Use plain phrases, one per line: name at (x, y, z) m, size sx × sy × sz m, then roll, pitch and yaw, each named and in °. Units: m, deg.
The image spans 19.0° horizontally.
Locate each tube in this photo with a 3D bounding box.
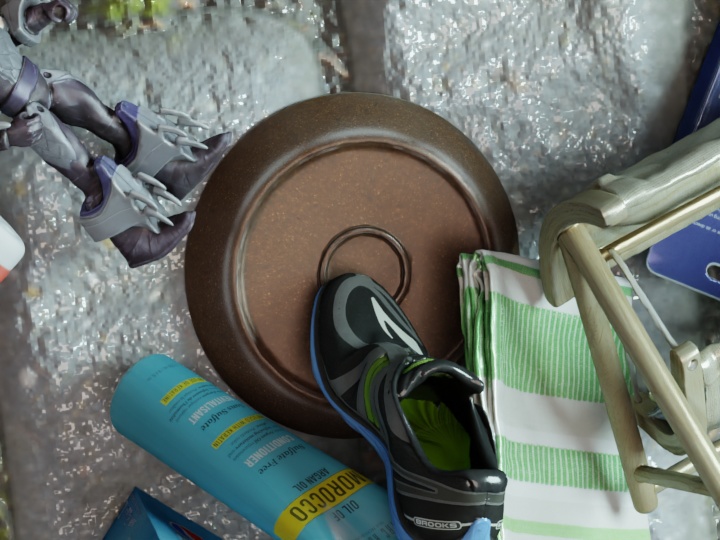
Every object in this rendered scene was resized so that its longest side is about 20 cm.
tube at (-0.050, 0.110, 1.157) m, size 0.077 × 0.199 × 0.051 m, roll -34°, pitch 139°, yaw -37°

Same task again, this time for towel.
towel at (0.115, 0.094, 1.207) m, size 0.152 × 0.023 × 0.202 m, roll 10°, pitch 71°, yaw -46°

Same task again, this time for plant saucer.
plant saucer at (0.000, 0.000, 1.228) m, size 0.199 × 0.034 × 0.202 m, roll -2°, pitch 97°, yaw -13°

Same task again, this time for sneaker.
sneaker at (0.032, 0.068, 1.137) m, size 0.070 × 0.200 × 0.083 m, roll 1°, pitch 128°, yaw -26°

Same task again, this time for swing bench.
swing bench at (0.219, 0.007, 1.182) m, size 0.198 × 0.130 × 0.201 m, roll -26°, pitch 98°, yaw -17°

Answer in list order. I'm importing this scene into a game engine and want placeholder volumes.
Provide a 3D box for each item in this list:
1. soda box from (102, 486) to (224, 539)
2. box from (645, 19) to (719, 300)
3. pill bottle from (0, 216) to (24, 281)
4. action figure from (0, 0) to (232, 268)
soda box at (-0.100, 0.178, 1.142) m, size 0.068 × 0.200 × 0.064 m, roll 33°, pitch 90°, yaw -14°
box at (0.248, -0.075, 1.270) m, size 0.120 × 0.032 × 0.201 m, roll 21°, pitch 91°, yaw -14°
pill bottle at (-0.281, 0.024, 1.130) m, size 0.111 × 0.111 × 0.200 m, roll 44°, pitch 87°, yaw -14°
action figure at (-0.170, -0.091, 1.148) m, size 0.199 × 0.069 × 0.131 m, roll 35°, pitch 47°, yaw -25°
